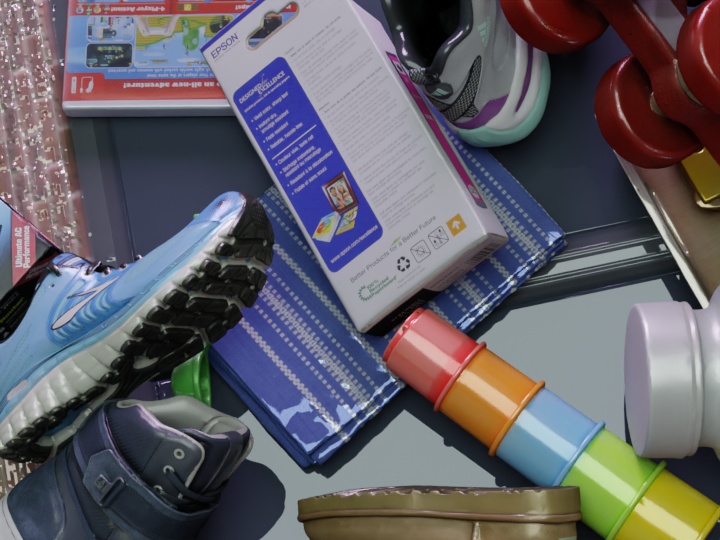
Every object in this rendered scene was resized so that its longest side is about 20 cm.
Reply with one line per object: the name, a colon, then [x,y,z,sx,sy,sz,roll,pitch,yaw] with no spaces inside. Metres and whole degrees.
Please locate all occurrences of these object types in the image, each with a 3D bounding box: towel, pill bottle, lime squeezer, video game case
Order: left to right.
lime squeezer: [-0.110,0.070,1.465,0.071,0.038,0.200,32,95,24]
video game case: [-0.101,-0.188,1.554,0.143,0.017,0.200,0,74,6]
towel: [0.000,0.000,1.491,0.200,0.024,0.145,-41,72,-8]
pill bottle: [0.244,0.054,1.388,0.200,0.111,0.111,-2,73,-3]

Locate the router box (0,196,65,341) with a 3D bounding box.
router box: [-0.285,0.018,1.489,0.150,0.062,0.200,39,81,16]

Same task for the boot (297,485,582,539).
boot: [0.043,0.215,1.395,0.175,0.066,0.200,-3,86,33]

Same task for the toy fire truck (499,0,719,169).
toy fire truck: [0.187,-0.159,1.421,0.168,0.112,0.200,-42,94,-29]

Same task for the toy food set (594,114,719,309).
toy food set: [0.249,-0.073,1.463,0.200,0.060,0.144,-27,73,-3]

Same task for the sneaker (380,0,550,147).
sneaker: [0.058,-0.182,1.463,0.078,0.140,0.200,-11,64,29]

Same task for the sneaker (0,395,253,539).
sneaker: [-0.095,0.160,1.396,0.146,0.077,0.202,-44,77,18]

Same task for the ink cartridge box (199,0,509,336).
ink cartridge box: [-0.006,-0.071,1.469,0.095,0.037,0.200,-37,71,20]

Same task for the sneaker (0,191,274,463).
sneaker: [-0.138,0.016,1.425,0.200,0.078,0.090,-37,66,12]

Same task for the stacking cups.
stacking cups: [0.099,0.095,1.420,0.200,0.061,0.061,34,80,8]
